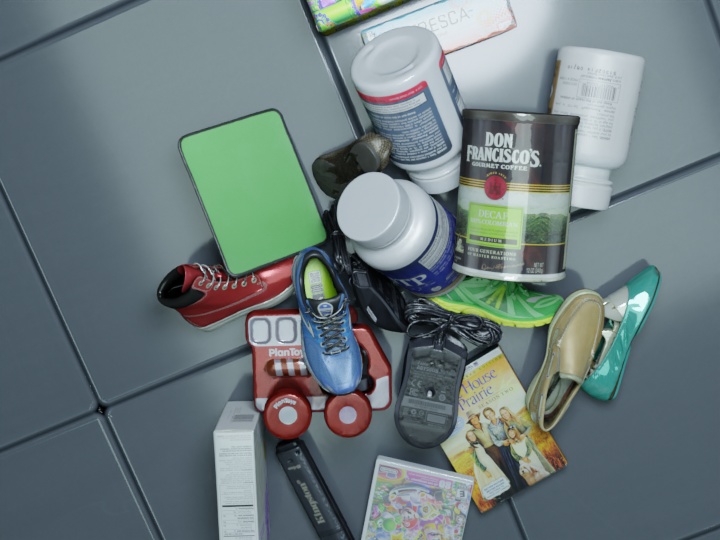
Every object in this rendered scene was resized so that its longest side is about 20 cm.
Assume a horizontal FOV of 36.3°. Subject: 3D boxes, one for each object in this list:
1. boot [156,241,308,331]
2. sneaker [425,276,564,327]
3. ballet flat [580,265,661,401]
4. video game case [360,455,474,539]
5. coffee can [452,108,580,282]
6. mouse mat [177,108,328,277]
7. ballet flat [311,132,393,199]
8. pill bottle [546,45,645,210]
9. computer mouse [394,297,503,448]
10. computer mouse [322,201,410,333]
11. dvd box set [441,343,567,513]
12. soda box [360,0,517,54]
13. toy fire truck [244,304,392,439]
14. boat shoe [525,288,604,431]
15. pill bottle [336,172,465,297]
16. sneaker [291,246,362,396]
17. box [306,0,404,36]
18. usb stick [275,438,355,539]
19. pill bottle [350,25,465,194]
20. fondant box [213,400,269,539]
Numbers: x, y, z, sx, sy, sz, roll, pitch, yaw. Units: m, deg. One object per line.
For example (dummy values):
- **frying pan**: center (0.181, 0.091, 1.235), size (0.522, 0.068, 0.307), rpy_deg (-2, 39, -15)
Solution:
- **boot**: center (-0.167, 0.006, 1.469), size (0.199, 0.144, 0.073), rpy_deg (-29, 65, 6)
- **sneaker**: center (0.187, 0.026, 1.501), size (0.198, 0.074, 0.084), rpy_deg (12, 104, 0)
- **ballet flat**: center (0.347, 0.081, 1.508), size (0.070, 0.067, 0.202), rpy_deg (18, 101, -7)
- **video game case**: center (0.075, 0.374, 1.577), size (0.142, 0.018, 0.202), rpy_deg (12, 105, 5)
- **coffee can**: center (0.193, -0.096, 1.373), size (0.145, 0.146, 0.202), rpy_deg (3, 99, 1)
- **mouse mat**: center (-0.141, -0.106, 1.469), size (0.160, 0.008, 0.202), rpy_deg (-21, 88, -28)
- **ballet flat**: center (-0.009, -0.140, 1.433), size (0.046, 0.200, 0.068), rpy_deg (-39, 97, -24)
- **pill bottle**: center (0.299, -0.186, 1.441), size (0.113, 0.114, 0.202), rpy_deg (9, 100, 0)
- **computer mouse**: center (0.105, 0.143, 1.501), size (0.137, 0.053, 0.202), rpy_deg (15, 100, 1)
- **computer mouse**: center (0.000, 0.000, 1.494), size (0.046, 0.141, 0.200), rpy_deg (-26, 137, 18)
- **dvd box set**: center (0.183, 0.223, 1.557), size (0.146, 0.029, 0.201), rpy_deg (-30, 98, 6)
- **soda box**: center (0.102, -0.317, 1.452), size (0.198, 0.064, 0.069), rpy_deg (-19, 98, 4)
- **toy fire truck**: center (-0.056, 0.132, 1.506), size (0.198, 0.112, 0.170), rpy_deg (-2, 101, 1)
- **boat shoe**: center (0.281, 0.125, 1.468), size (0.071, 0.076, 0.202), rpy_deg (12, 112, -6)
- **pill bottle**: center (0.056, -0.048, 1.417), size (0.119, 0.200, 0.121), rpy_deg (-11, 67, 27)
- **sneaker**: center (-0.048, 0.066, 1.431), size (0.078, 0.089, 0.202), rpy_deg (-16, 85, -4)
- **box**: center (0.001, -0.432, 1.406), size (0.191, 0.122, 0.202), rpy_deg (-21, 98, 5)
- **usb stick**: center (-0.061, 0.332, 1.575), size (0.055, 0.033, 0.201), rpy_deg (-20, 100, 42)
- **pill bottle**: center (0.075, -0.199, 1.410), size (0.119, 0.120, 0.201), rpy_deg (-24, 132, 5)
- **fondant box**: center (-0.162, 0.296, 1.522), size (0.058, 0.144, 0.202), rpy_deg (-1, 100, 1)
